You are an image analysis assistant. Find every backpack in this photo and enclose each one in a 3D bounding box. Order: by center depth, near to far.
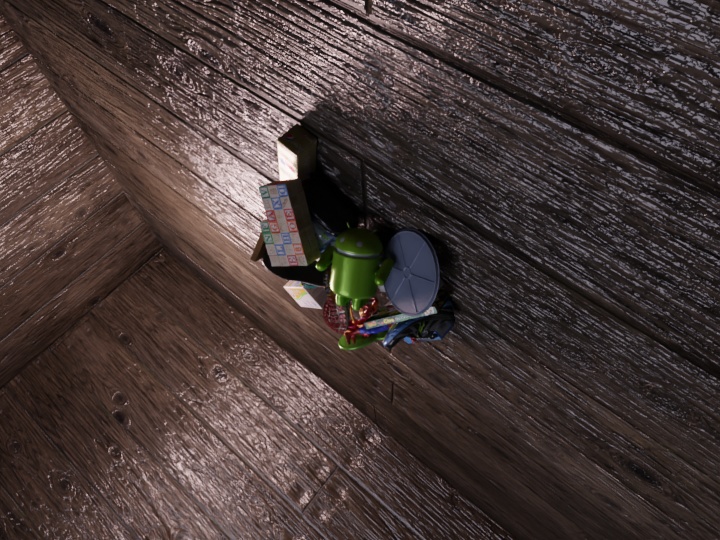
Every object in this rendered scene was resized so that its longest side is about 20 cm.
[{"bbox_3d":[-0.120,-0.114,1.322,0.163,0.154,0.200,48,158,-5],"label":"backpack"}]

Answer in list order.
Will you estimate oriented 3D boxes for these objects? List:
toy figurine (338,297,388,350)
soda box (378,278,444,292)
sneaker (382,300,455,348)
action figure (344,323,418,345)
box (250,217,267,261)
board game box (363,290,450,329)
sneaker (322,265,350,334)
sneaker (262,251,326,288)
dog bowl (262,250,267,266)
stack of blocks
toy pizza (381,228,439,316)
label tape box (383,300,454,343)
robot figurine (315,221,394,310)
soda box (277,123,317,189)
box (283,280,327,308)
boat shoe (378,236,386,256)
[{"bbox_3d":[-0.005,0.102,1.438,0.200,0.150,0.184,-12,109,33],"label":"toy figurine"},{"bbox_3d":[0.112,0.020,1.301,0.200,0.064,0.068,10,141,56],"label":"soda box"},{"bbox_3d":[0.148,0.143,1.278,0.083,0.199,0.071,64,173,-6],"label":"sneaker"},{"bbox_3d":[0.069,0.171,1.347,0.099,0.200,0.065,68,-163,8],"label":"action figure"},{"bbox_3d":[-0.240,-0.125,1.399,0.021,0.200,0.163,24,-174,-3],"label":"box"},{"bbox_3d":[0.114,0.097,1.272,0.200,0.105,0.024,-17,102,31],"label":"board game box"},{"bbox_3d":[-0.046,0.075,1.357,0.078,0.082,0.200,17,116,31],"label":"sneaker"},{"bbox_3d":[-0.169,-0.004,1.423,0.200,0.084,0.121,19,173,-7],"label":"sneaker"},{"bbox_3d":[-0.211,-0.089,1.502,0.074,0.200,0.200,25,160,-5],"label":"dog bowl"},{"bbox_3d":[-0.179,-0.113,1.239,0.115,0.059,0.200,0,113,33],"label":"stack of blocks"},{"bbox_3d":[0.118,0.004,1.184,0.200,0.032,0.201,8,100,55],"label":"toy pizza"},{"bbox_3d":[0.148,0.128,1.435,0.144,0.063,0.200,48,158,-6],"label":"label tape box"},{"bbox_3d":[-0.010,-0.010,1.227,0.175,0.116,0.200,15,109,20],"label":"robot figurine"},{"bbox_3d":[-0.150,-0.255,1.236,0.064,0.068,0.200,40,159,10],"label":"soda box"},{"bbox_3d":[-0.169,0.058,1.800,0.101,0.113,0.200,50,159,-18],"label":"box"},{"bbox_3d":[-0.013,-0.053,1.334,0.200,0.065,0.072,-3,176,38],"label":"boat shoe"}]
